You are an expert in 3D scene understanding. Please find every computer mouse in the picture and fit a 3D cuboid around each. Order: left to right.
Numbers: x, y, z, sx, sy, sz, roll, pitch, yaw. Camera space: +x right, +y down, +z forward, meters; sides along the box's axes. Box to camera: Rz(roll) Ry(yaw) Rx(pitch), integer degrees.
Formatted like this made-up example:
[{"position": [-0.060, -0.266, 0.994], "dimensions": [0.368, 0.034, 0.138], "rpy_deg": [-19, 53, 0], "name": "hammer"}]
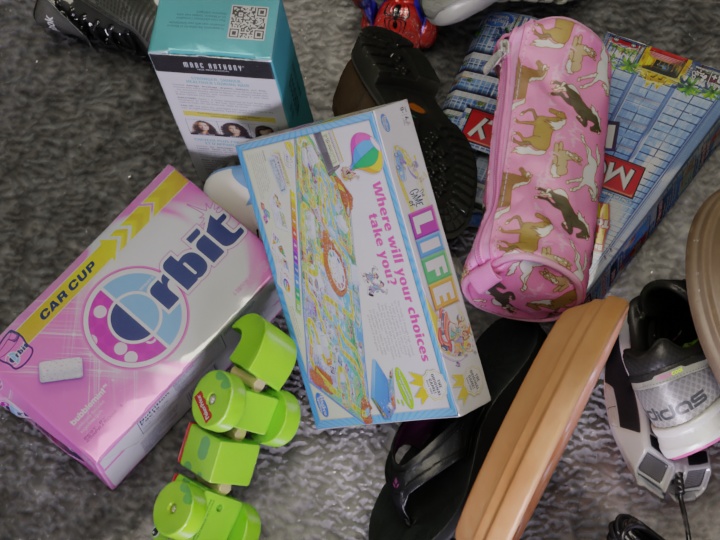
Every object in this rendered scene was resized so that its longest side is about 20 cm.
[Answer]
[{"position": [0.194, 0.117, 1.333], "dimensions": [0.109, 0.044, 0.201], "rpy_deg": [19, 53, -32], "name": "computer mouse"}]

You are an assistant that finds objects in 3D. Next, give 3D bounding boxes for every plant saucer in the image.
[{"position": [0.109, 0.102, 1.272], "dimensions": [0.037, 0.200, 0.201], "rpy_deg": [25, 72, 8], "name": "plant saucer"}, {"position": [0.284, 0.032, 1.307], "dimensions": [0.199, 0.029, 0.201], "rpy_deg": [21, 55, -33], "name": "plant saucer"}]

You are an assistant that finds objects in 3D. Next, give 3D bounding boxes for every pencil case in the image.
[{"position": [0.116, -0.065, 1.327], "dimensions": [0.086, 0.083, 0.201], "rpy_deg": [6, 62, 3], "name": "pencil case"}]

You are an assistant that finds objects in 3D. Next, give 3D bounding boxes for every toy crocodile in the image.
[{"position": [-0.095, 0.126, 1.345], "dimensions": [0.062, 0.067, 0.201], "rpy_deg": [21, 92, 47], "name": "toy crocodile"}]

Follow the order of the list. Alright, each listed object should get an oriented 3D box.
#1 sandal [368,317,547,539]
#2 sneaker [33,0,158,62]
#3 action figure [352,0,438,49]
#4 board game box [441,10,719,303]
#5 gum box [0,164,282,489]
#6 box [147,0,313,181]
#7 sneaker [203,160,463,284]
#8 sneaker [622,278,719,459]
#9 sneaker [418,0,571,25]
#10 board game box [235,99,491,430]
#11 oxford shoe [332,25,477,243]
[{"position": [0.054, 0.106, 1.345], "dimensions": [0.075, 0.048, 0.201], "rpy_deg": [1, 53, 50], "name": "sandal"}, {"position": [-0.190, -0.193, 1.500], "dimensions": [0.090, 0.067, 0.200], "rpy_deg": [-37, 65, -6], "name": "sneaker"}, {"position": [0.038, -0.240, 1.479], "dimensions": [0.065, 0.099, 0.201], "rpy_deg": [11, 72, 15], "name": "action figure"}, {"position": [0.138, -0.069, 1.416], "dimensions": [0.199, 0.062, 0.201], "rpy_deg": [20, 70, 13], "name": "board game box"}, {"position": [-0.154, 0.042, 1.396], "dimensions": [0.113, 0.066, 0.200], "rpy_deg": [39, 76, 17], "name": "gum box"}, {"position": [-0.083, -0.119, 1.383], "dimensions": [0.082, 0.200, 0.049], "rpy_deg": [5, 69, 7], "name": "box"}, {"position": [-0.026, -0.016, 1.405], "dimensions": [0.199, 0.072, 0.073], "rpy_deg": [25, 66, 16], "name": "sneaker"}, {"position": [0.223, 0.026, 1.322], "dimensions": [0.074, 0.088, 0.200], "rpy_deg": [-16, 29, 41], "name": "sneaker"}, {"position": [0.128, -0.221, 1.451], "dimensions": [0.200, 0.087, 0.074], "rpy_deg": [-32, 41, -19], "name": "sneaker"}, {"position": [0.000, 0.000, 1.326], "dimensions": [0.034, 0.134, 0.201], "rpy_deg": [-22, 99, -44], "name": "board game box"}, {"position": [0.026, -0.074, 1.392], "dimensions": [0.072, 0.085, 0.200], "rpy_deg": [16, 35, -26], "name": "oxford shoe"}]
